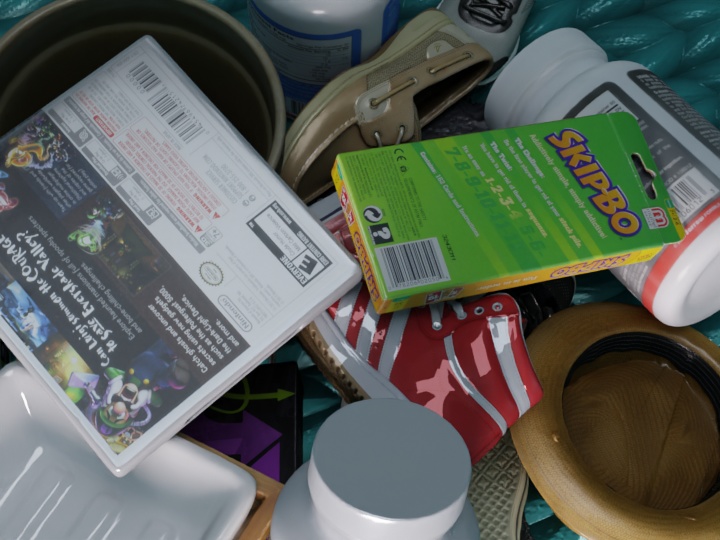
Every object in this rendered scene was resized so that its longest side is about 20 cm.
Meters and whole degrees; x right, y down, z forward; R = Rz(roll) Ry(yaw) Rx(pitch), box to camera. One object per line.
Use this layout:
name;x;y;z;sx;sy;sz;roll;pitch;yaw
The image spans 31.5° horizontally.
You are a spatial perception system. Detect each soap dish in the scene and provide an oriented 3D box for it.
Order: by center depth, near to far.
soap dish;-0.161;0.155;0.729;0.200;0.081;0.157;22;61;21

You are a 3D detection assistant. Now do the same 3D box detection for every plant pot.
plant pot;-0.147;-0.061;0.861;0.200;0.174;0.200;0;67;-1

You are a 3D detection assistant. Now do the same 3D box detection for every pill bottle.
pill bottle;0.003;0.166;0.699;0.112;0.200;0.112;5;41;-4
pill bottle;0.182;-0.068;0.860;0.116;0.116;0.200;-32;60;-15
pill bottle;-0.026;-0.199;0.915;0.112;0.200;0.112;1;65;-1

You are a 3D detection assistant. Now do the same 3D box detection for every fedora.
fedora;0.173;0.114;0.825;0.200;0.082;0.201;11;49;-13

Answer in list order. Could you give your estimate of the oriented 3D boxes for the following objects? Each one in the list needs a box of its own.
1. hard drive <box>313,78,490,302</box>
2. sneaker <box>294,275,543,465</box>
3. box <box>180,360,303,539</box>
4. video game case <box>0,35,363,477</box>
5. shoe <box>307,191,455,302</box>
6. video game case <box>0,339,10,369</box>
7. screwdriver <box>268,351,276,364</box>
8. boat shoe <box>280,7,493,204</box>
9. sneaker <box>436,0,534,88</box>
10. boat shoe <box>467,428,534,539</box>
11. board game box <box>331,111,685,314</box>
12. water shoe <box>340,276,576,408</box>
hard drive;0.048;-0.039;0.932;0.140;0.038;0.200;33;68;13
sneaker;0.025;0.028;0.779;0.112;0.071;0.200;-35;71;-13
box;-0.137;0.131;0.820;0.200;0.036;0.143;-7;48;4
video game case;-0.130;-0.014;0.737;0.182;0.023;0.200;-39;79;-16
shoe;0.000;0.000;0.848;0.200;0.071;0.091;-36;61;-16
video game case;-0.350;0.008;0.898;0.200;0.045;0.181;-6;64;-4
screwdriver;-0.063;0.095;0.882;0.028;0.029;0.200;1;56;0
boat shoe;0.015;-0.108;0.904;0.065;0.071;0.200;38;69;17
sneaker;0.109;-0.230;0.999;0.074;0.079;0.200;25;68;8
boat shoe;0.076;0.173;0.823;0.075;0.062;0.200;-5;50;2
board game box;0.090;-0.039;0.762;0.200;0.030;0.096;-11;68;-16
water shoe;0.083;0.065;0.847;0.200;0.072;0.079;-34;38;-21
